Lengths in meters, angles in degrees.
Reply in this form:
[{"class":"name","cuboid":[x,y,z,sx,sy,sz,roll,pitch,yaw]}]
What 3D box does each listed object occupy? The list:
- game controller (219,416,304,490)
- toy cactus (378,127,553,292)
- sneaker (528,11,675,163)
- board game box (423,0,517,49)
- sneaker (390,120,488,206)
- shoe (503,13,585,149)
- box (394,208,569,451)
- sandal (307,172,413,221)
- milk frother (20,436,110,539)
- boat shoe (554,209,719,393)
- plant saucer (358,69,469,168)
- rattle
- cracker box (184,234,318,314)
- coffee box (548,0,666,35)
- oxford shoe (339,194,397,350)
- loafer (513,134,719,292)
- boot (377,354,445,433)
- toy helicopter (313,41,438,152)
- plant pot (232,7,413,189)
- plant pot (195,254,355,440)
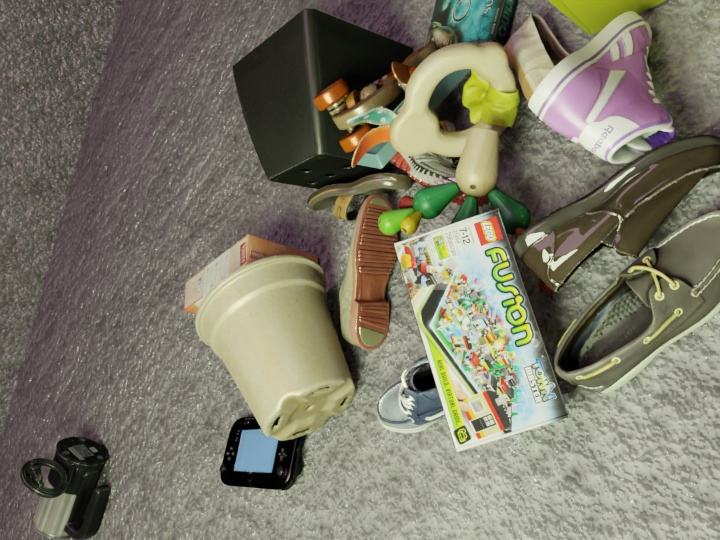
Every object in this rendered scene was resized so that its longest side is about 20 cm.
[{"class":"game controller","cuboid":[-0.151,0.274,0.987,0.198,0.042,0.107,-17,64,47]},{"class":"toy cactus","cuboid":[0.122,-0.064,0.697,0.197,0.102,0.169,14,98,26]},{"class":"sneaker","cuboid":[0.243,-0.160,0.600,0.114,0.200,0.073,40,145,13]},{"class":"board game box","cuboid":[0.158,-0.386,0.858,0.134,0.028,0.204,12,86,52]},{"class":"sneaker","cuboid":[0.096,-0.143,0.805,0.083,0.077,0.200,-59,40,15]},{"class":"shoe","cuboid":[0.207,-0.204,0.693,0.054,0.069,0.202,-53,39,35]},{"class":"box","cuboid":[0.111,0.055,0.621,0.108,0.035,0.204,-18,77,7]},{"class":"sandal","cuboid":[-0.003,-0.100,0.932,0.198,0.081,0.056,-6,94,43]},{"class":"milk frother","cuboid":[-0.671,0.493,1.432,0.180,0.198,0.191,29,99,48]},{"class":"boat shoe","cuboid":[0.249,0.028,0.562,0.202,0.060,0.072,-55,42,23]},{"class":"plant saucer","cuboid":[0.071,-0.209,0.832,0.200,0.019,0.070,-48,29,-10]},{"class":"rattle","cuboid":[0.072,-0.201,0.752,0.197,0.130,0.145,-22,53,13]},{"class":"cracker box","cuboid":[-0.175,0.023,1.036,0.199,0.132,0.059,-30,54,42]},{"class":"coffee box","cuboid":[0.246,-0.385,0.607,0.198,0.198,0.202,-13,67,48]},{"class":"oxford shoe","cuboid":[0.000,0.000,0.871,0.073,0.070,0.204,1,82,56]},{"class":"loafer","cuboid":[0.239,-0.046,0.589,0.198,0.073,0.072,-33,73,24]},{"class":"boot","cuboid":[0.066,0.130,0.728,0.199,0.089,0.074,-32,53,40]},{"class":"toy helicopter","cuboid":[0.043,-0.239,0.817,0.131,0.079,0.200,-12,29,52]},{"class":"plant pot","cuboid":[-0.052,-0.222,0.940,0.198,0.197,0.181,-12,78,48]},{"class":"plant pot","cuboid":[-0.101,0.116,0.886,0.201,0.198,0.185,-49,56,28]}]
